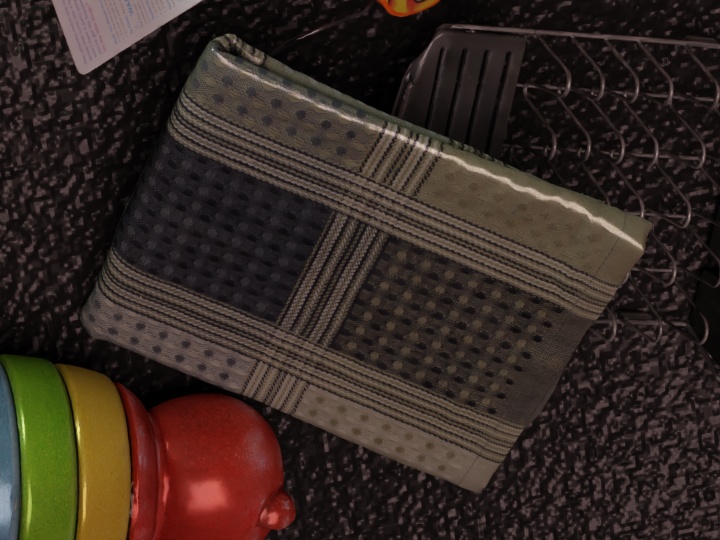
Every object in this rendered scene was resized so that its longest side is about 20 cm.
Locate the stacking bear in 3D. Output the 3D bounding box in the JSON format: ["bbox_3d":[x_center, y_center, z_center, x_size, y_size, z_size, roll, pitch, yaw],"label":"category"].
[{"bbox_3d":[-0.129,0.092,1.114,0.198,0.122,0.115,0,117,-21],"label":"stacking bear"}]

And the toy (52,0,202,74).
[{"bbox_3d":[-0.051,-0.169,1.008,0.199,0.047,0.116,-28,79,39],"label":"toy"}]

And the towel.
[{"bbox_3d":[0.000,0.000,1.082,0.199,0.035,0.193,24,137,-6],"label":"towel"}]

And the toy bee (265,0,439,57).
[{"bbox_3d":[0.013,-0.151,1.058,0.131,0.108,0.200,57,132,14],"label":"toy bee"}]

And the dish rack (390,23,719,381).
[{"bbox_3d":[0.103,-0.033,1.125,0.198,0.055,0.155,2,111,-23],"label":"dish rack"}]
